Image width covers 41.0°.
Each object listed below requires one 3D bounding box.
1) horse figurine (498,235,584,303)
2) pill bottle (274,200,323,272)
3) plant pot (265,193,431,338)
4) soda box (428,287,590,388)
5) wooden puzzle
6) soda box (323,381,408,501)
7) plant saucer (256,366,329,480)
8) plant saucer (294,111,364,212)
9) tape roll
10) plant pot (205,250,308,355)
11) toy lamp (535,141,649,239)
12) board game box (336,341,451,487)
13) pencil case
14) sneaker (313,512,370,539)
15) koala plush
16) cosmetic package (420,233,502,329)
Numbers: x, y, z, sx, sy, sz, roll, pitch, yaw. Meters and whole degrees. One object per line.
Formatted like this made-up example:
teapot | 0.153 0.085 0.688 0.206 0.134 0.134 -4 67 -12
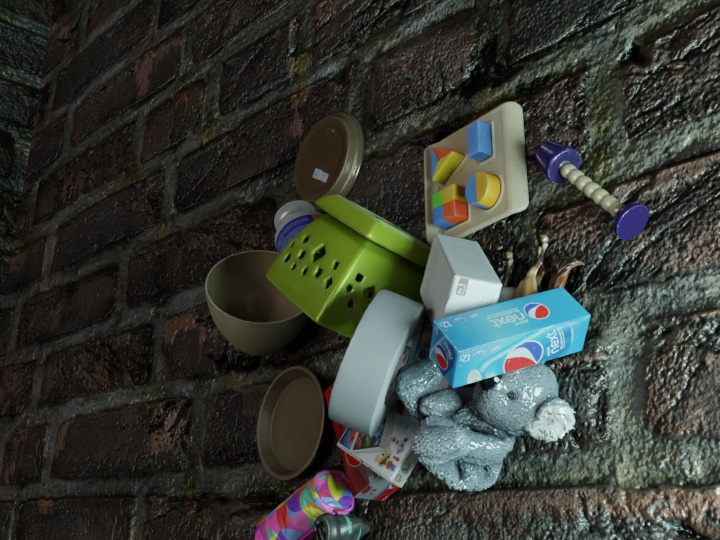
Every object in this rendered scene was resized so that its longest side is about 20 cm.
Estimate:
horse figurine | 0.220 0.027 1.360 0.200 0.050 0.133 -16 58 52
pill bottle | -0.089 -0.037 1.723 0.112 0.112 0.200 -54 40 24
plant pot | 0.000 0.000 1.537 0.200 0.199 0.182 35 98 52
soda box | 0.192 0.085 1.245 0.068 0.200 0.064 -127 31 -46
wooden puzzle | 0.167 -0.150 1.496 0.200 0.046 0.185 -22 60 46
soda box | 0.006 0.261 1.530 0.070 0.063 0.200 -45 45 31
plant saucer | -0.116 0.270 1.699 0.200 0.029 0.200 -24 58 45
plant saucer | -0.065 -0.209 1.829 0.200 0.029 0.200 -21 61 45
tape roll | 0.025 0.130 1.354 0.066 0.200 0.200 21 95 11
plant pot | -0.183 0.077 1.763 0.200 0.200 0.135 -121 29 -44
toy lamp | 0.306 -0.115 1.300 0.058 0.058 0.200 -59 42 19
board game box | 0.064 0.208 1.442 0.126 0.035 0.200 26 80 45
pencil case | -0.093 0.406 1.587 0.200 0.088 0.088 -46 45 35
sneaker | -0.045 0.446 1.525 0.200 0.079 0.075 117 141 -48
koala plush | 0.181 0.186 1.288 0.200 0.184 0.177 -34 36 13
cosmetic package | 0.139 0.026 1.365 0.200 0.074 0.102 -103 24 -69
